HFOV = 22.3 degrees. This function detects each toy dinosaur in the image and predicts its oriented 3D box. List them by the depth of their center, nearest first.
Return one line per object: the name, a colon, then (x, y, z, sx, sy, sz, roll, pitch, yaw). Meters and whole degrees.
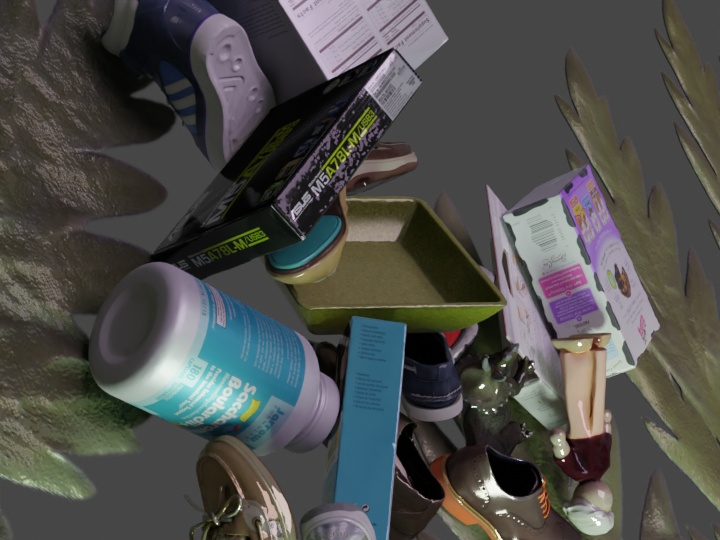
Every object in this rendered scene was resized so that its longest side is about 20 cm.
toy dinosaur: (0.125, 0.142, 1.753, 0.102, 0.077, 0.201, -40, 136, -50)

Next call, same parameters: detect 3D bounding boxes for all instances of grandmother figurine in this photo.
grandmother figurine: (0.227, 0.167, 1.840, 0.121, 0.060, 0.201, -7, 93, -45)

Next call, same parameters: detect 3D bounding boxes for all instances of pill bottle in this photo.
pill bottle: (-0.109, 0.079, 1.449, 0.200, 0.111, 0.111, 30, 42, -37)

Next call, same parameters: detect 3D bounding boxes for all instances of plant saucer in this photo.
plant saucer: (0.000, 0.000, 1.625, 0.199, 0.048, 0.200, 0, 31, -25)

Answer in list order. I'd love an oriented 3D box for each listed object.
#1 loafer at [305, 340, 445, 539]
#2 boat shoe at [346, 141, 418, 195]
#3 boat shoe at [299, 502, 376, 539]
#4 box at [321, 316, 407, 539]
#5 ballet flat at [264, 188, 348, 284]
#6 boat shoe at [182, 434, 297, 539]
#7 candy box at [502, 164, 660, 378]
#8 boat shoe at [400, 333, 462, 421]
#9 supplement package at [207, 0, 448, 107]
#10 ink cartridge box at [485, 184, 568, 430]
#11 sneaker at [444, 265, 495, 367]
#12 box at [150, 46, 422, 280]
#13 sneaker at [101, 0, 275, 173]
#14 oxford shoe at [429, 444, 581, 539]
loafer: (0.011, 0.141, 1.605, 0.200, 0.067, 0.076, 56, 31, -4)
boat shoe: (-0.013, -0.114, 1.777, 0.202, 0.075, 0.075, -20, 88, -58)
boat shoe: (0.003, 0.267, 1.433, 0.065, 0.074, 0.202, -97, 171, -50)
box: (0.000, 0.146, 1.515, 0.049, 0.082, 0.201, 8, 67, -7)
ballet flat: (-0.036, -0.027, 1.539, 0.200, 0.068, 0.063, -76, 156, -59)
boat shoe: (-0.085, 0.224, 1.396, 0.063, 0.073, 0.201, -15, 77, -38)
candy box: (0.239, 0.004, 1.952, 0.201, 0.071, 0.168, 66, 22, -5)
boat shoe: (0.041, 0.063, 1.653, 0.200, 0.075, 0.062, -115, -159, -60)
supplement package: (-0.057, -0.242, 1.672, 0.151, 0.152, 0.200, -44, 110, -33)
ink cartridge box: (0.163, 0.039, 1.898, 0.176, 0.045, 0.201, 44, 32, -44)
sneaker: (0.067, 0.050, 1.781, 0.085, 0.077, 0.200, 31, 35, -5)
box: (-0.062, -0.084, 1.522, 0.048, 0.193, 0.200, 48, 56, -19)
sneaker: (-0.160, -0.180, 1.634, 0.081, 0.146, 0.200, -48, 151, -23)
oxford shoe: (0.155, 0.226, 1.729, 0.200, 0.072, 0.071, 34, 39, -34)
